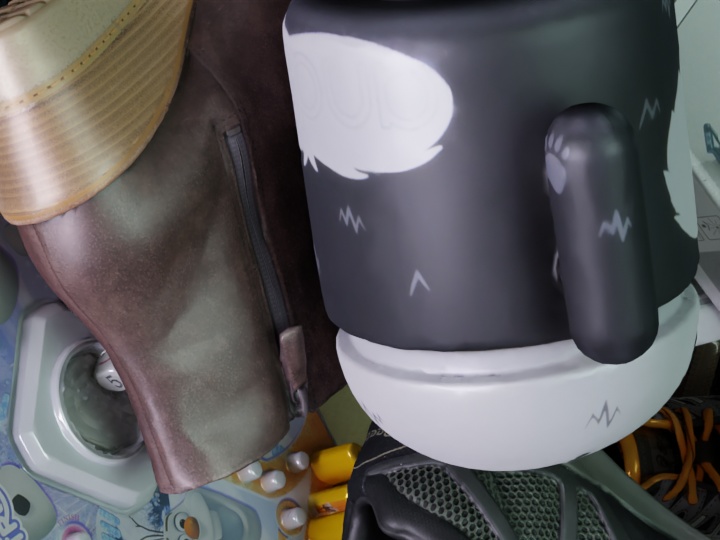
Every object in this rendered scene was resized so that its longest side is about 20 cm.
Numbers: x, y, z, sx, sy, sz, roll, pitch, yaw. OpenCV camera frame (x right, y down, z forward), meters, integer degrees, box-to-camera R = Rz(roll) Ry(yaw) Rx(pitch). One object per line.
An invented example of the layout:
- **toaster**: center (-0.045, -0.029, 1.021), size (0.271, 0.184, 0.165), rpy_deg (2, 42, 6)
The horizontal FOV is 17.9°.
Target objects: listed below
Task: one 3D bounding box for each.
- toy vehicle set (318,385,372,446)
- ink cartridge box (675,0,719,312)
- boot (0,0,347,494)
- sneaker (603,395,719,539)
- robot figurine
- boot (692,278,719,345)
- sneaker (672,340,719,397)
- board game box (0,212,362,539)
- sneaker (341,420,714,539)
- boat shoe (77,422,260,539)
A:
- **toy vehicle set**: center (0.000, 0.000, 0.899), size (0.124, 0.027, 0.200), rpy_deg (18, 87, -38)
- **ink cartridge box**: center (0.149, -0.098, 0.853), size (0.200, 0.045, 0.176), rpy_deg (50, 60, -25)
- **boot**: center (-0.039, -0.041, 0.770), size (0.200, 0.072, 0.166), rpy_deg (-41, 115, -41)
- **sneaker**: center (0.130, 0.084, 0.940), size (0.200, 0.077, 0.078), rpy_deg (-8, 69, -7)
- **robot figurine**: center (0.045, -0.036, 0.722), size (0.150, 0.125, 0.200), rpy_deg (-43, 129, -60)
- **boot**: center (0.066, -0.020, 0.862), size (0.200, 0.074, 0.096), rpy_deg (-3, 103, -22)
- **sneaker**: center (0.120, -0.013, 1.015), size (0.075, 0.070, 0.200), rpy_deg (12, 85, -17)
- **board game box**: center (-0.084, 0.043, 0.750), size (0.200, 0.026, 0.200), rpy_deg (-36, 102, -51)
- **sneaker**: center (0.072, 0.126, 0.801), size (0.199, 0.076, 0.114), rpy_deg (42, 58, -10)
- **boat shoe**: center (-0.112, 0.066, 0.782), size (0.200, 0.066, 0.072), rpy_deg (40, 76, -27)
